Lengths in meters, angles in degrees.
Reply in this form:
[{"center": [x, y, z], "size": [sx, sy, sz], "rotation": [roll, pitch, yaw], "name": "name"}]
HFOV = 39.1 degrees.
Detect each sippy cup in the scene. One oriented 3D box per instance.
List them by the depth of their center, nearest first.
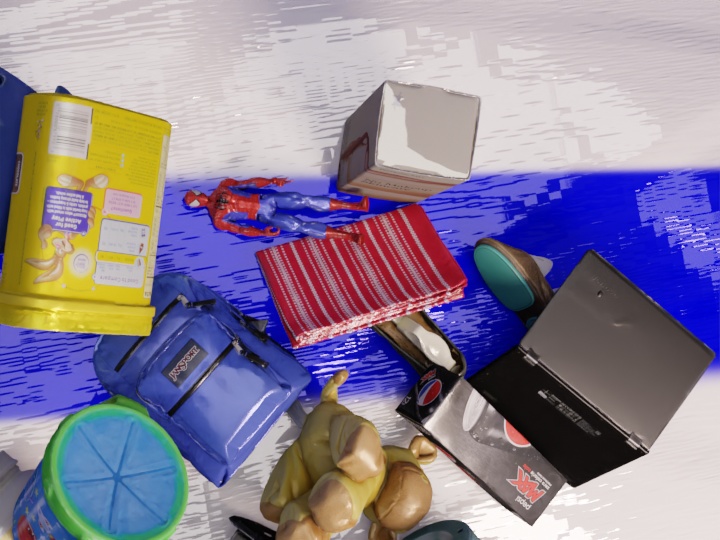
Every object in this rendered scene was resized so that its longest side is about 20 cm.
[{"center": [-0.245, 0.209, 0.918], "size": [0.140, 0.130, 0.178], "rotation": [52, 36, 2], "name": "sippy cup"}]

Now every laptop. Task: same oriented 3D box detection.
[{"center": [0.246, 0.115, 1.129], "size": [0.187, 0.200, 0.116], "rotation": [39, 49, -6], "name": "laptop"}]

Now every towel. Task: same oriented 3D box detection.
[{"center": [0.000, 0.000, 1.095], "size": [0.199, 0.023, 0.145], "rotation": [-17, 49, -11], "name": "towel"}]

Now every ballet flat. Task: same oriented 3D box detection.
[{"center": [0.047, 0.051, 1.119], "size": [0.200, 0.068, 0.068], "rotation": [42, 78, -6], "name": "ballet flat"}, {"center": [0.207, 0.032, 1.157], "size": [0.072, 0.068, 0.200], "rotation": [-40, 95, -30], "name": "ballet flat"}]

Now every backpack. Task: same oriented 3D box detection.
[{"center": [-0.165, 0.096, 1.030], "size": [0.200, 0.168, 0.163], "rotation": [41, 76, 1], "name": "backpack"}]

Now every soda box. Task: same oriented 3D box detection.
[{"center": [0.133, 0.189, 1.099], "size": [0.200, 0.063, 0.071], "rotation": [44, 80, -27], "name": "soda box"}]

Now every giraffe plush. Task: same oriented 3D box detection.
[{"center": [0.004, 0.222, 1.067], "size": [0.162, 0.200, 0.173], "rotation": [33, 110, -23], "name": "giraffe plush"}]

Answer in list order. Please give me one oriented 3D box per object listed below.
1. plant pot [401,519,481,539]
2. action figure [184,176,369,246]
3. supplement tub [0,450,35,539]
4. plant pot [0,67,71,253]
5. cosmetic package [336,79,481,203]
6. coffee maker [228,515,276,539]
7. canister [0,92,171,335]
[{"center": [0.104, 0.368, 1.033], "size": [0.200, 0.200, 0.188], "rotation": [-35, 102, -10], "name": "plant pot"}, {"center": [-0.093, -0.067, 1.098], "size": [0.199, 0.052, 0.066], "rotation": [7, 87, 6], "name": "action figure"}, {"center": [-0.323, 0.290, 0.999], "size": [0.200, 0.145, 0.145], "rotation": [44, 81, -5], "name": "supplement tub"}, {"center": [-0.374, -0.101, 0.989], "size": [0.179, 0.200, 0.201], "rotation": [14, 84, -17], "name": "plant pot"}, {"center": [0.044, -0.128, 1.060], "size": [0.103, 0.200, 0.088], "rotation": [9, 85, -10], "name": "cosmetic package"}, {"center": [-0.111, 0.376, 1.011], "size": [0.134, 0.192, 0.201], "rotation": [33, 83, -24], "name": "coffee maker"}, {"center": [-0.246, -0.047, 0.916], "size": [0.148, 0.086, 0.201], "rotation": [9, 88, -52], "name": "canister"}]
